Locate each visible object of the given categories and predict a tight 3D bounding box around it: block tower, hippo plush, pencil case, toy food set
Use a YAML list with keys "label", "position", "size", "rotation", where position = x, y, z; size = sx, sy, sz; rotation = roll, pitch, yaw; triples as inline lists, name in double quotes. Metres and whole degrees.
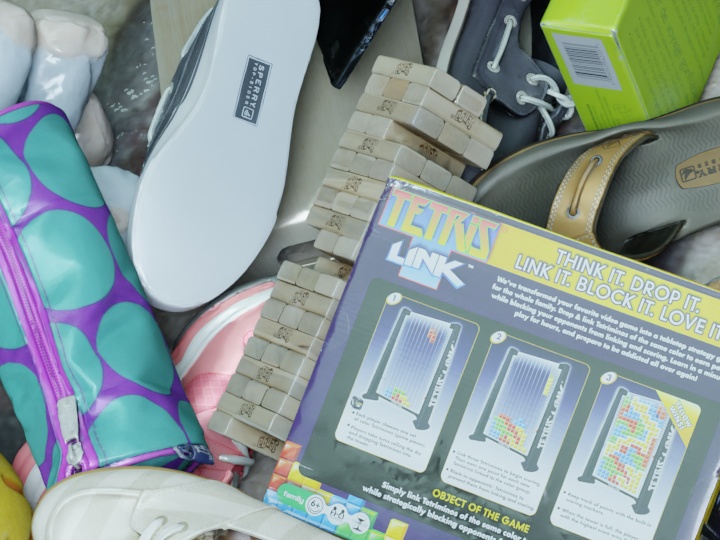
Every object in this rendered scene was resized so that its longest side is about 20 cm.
- label: "block tower"
  position: [0.000, 0.000, 1.360]
  size: [0.058, 0.054, 0.201]
  rotation: [18, 82, 56]
- label: "hippo plush"
  position: [-0.188, -0.035, 1.455]
  size: [0.199, 0.160, 0.161]
  rotation: [-35, 52, -6]
- label: "pencil case"
  position: [-0.143, 0.022, 1.341]
  size: [0.085, 0.092, 0.201]
  rotation: [-29, 73, 14]
- label: "toy food set"
  position: [-0.031, -0.088, 1.504]
  size: [0.142, 0.060, 0.201]
  rotation: [-13, 60, 7]

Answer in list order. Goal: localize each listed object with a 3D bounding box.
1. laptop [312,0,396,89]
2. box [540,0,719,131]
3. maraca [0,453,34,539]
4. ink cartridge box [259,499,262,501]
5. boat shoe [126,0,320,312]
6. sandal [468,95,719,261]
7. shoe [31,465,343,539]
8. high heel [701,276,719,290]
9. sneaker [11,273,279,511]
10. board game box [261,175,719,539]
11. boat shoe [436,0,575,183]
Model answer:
- label: "laptop"
  position: [0.056, -0.206, 1.460]
  size: [0.200, 0.103, 0.178]
  rotation: [-56, 30, 28]
- label: "box"
  position: [0.161, -0.166, 1.437]
  size: [0.047, 0.122, 0.201]
  rotation: [11, 62, 28]
- label: "maraca"
  position: [-0.205, 0.125, 1.356]
  size: [0.106, 0.202, 0.137]
  rotation: [5, 8, -18]
- label: "ink cartridge box"
  position: [0.045, 0.123, 1.338]
  size: [0.199, 0.039, 0.100]
  rotation: [-23, 52, 4]
- label: "boat shoe"
  position: [-0.077, -0.065, 1.432]
  size: [0.071, 0.068, 0.201]
  rotation: [22, 65, -18]
- label: "sandal"
  position: [0.128, -0.028, 1.380]
  size: [0.199, 0.082, 0.055]
  rotation: [-17, 22, 1]
- label: "shoe"
  position: [-0.053, 0.132, 1.247]
  size: [0.199, 0.053, 0.070]
  rotation: [16, 83, 8]
- label: "high heel"
  position: [0.168, 0.001, 1.347]
  size: [0.199, 0.071, 0.143]
  rotation: [18, 70, 11]
- label: "sneaker"
  position: [-0.074, 0.081, 1.403]
  size: [0.200, 0.074, 0.087]
  rotation: [-36, 67, -1]
- label: "board game box"
  position: [0.076, 0.068, 1.277]
  size: [0.199, 0.057, 0.166]
  rotation: [21, 85, 20]
- label: "boat shoe"
  position: [0.080, -0.099, 1.455]
  size: [0.062, 0.073, 0.201]
  rotation: [-6, 51, 20]
